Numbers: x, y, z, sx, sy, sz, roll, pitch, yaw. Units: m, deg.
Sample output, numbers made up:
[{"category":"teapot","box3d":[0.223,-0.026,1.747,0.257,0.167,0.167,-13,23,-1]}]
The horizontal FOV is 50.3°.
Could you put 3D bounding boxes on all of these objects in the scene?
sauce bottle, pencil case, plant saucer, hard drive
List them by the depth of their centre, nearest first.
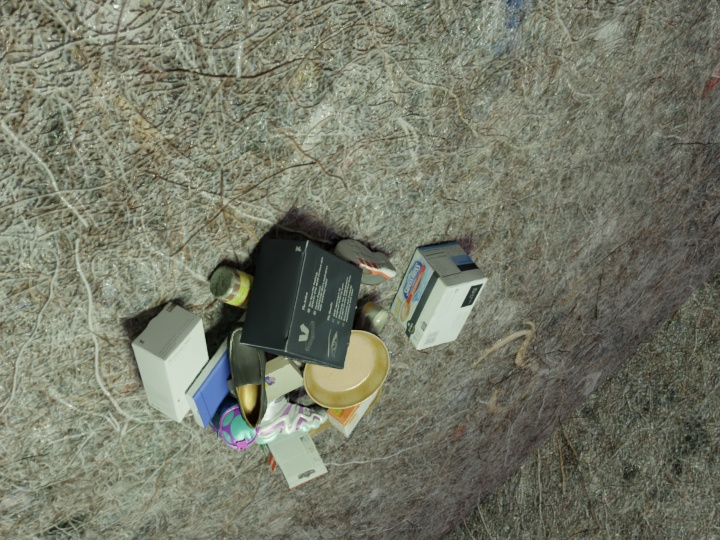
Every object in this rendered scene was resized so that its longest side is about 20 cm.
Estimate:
[{"category":"sauce bottle","box3d":[-0.198,0.045,1.452,0.065,0.065,0.198,-47,146,14]},{"category":"hard drive","box3d":[-0.265,0.196,1.507,0.202,0.025,0.133,-57,161,-30]},{"category":"pencil case","box3d":[-0.267,0.312,1.588,0.083,0.095,0.199,3,177,-18]},{"category":"plant saucer","box3d":[-0.033,0.208,1.666,0.195,0.036,0.205,-9,120,-16]}]

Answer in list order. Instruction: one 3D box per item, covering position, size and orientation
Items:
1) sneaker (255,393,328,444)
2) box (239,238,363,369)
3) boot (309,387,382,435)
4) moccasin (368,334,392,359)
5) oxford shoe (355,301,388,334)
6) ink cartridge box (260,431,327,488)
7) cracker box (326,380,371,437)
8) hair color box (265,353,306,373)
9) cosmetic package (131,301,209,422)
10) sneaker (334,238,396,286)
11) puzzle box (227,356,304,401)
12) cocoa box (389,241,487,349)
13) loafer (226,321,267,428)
[{"category":"sneaker","box3d":[-0.166,0.301,1.752,0.196,0.077,0.144,-13,96,-31]},{"category":"box","box3d":[-0.106,0.064,1.436,0.199,0.115,0.202,27,71,-55]},{"category":"boot","box3d":[-0.050,0.343,1.951,0.196,0.067,0.178,-13,138,-33]},{"category":"moccasin","box3d":[0.038,0.204,1.788,0.080,0.068,0.201,-43,168,-12]},{"category":"oxford shoe","box3d":[0.016,0.129,1.775,0.075,0.057,0.201,-45,167,-28]},{"category":"ink cartridge box","box3d":[-0.168,0.411,1.788,0.107,0.202,0.051,-14,147,-31]},{"category":"cracker box","box3d":[-0.017,0.311,1.812,0.135,0.057,0.201,-53,167,-16]},{"category":"hair color box","box3d":[-0.107,0.130,1.643,0.110,0.064,0.202,5,125,-50]},{"category":"cosmetic package","box3d":[-0.342,0.170,1.410,0.114,0.080,0.203,-54,161,-35]},{"category":"sneaker","box3d":[0.000,0.000,1.588,0.082,0.078,0.198,-42,147,18]},{"category":"puzzle box","box3d":[-0.188,0.230,1.583,0.130,0.026,0.201,-24,160,-3]},{"category":"cocoa box","box3d":[0.176,0.057,1.771,0.131,0.132,0.203,-10,137,-35]},{"category":"loafer","box3d":[-0.209,0.198,1.443,0.071,0.072,0.206,-12,107,-6]}]
